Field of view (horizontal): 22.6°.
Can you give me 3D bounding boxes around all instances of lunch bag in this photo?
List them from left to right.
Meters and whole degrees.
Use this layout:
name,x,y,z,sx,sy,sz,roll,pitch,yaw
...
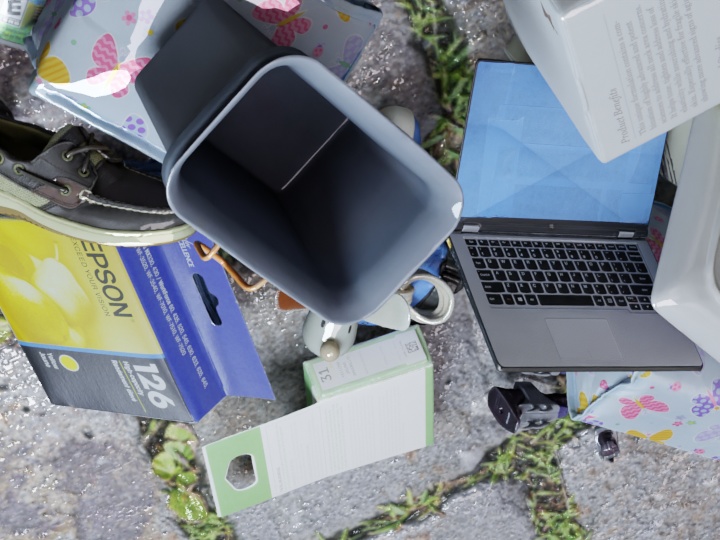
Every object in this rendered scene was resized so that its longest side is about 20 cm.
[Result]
name,x,y,z,sx,sy,sz,roll,pitch,yaw
lunch bag,-0.108,-0.161,1.248,0.199,0.127,0.170,28,108,-23
lunch bag,0.260,0.039,1.492,0.168,0.201,0.127,16,146,-24

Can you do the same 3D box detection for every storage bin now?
name,x,y,z,sx,sy,sz,roll,pitch,yaw
storage bin,-0.056,-0.073,1.157,0.146,0.134,0.200,-47,131,8

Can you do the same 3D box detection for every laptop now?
name,x,y,z,sx,sy,sz,roll,pitch,yaw
laptop,0.171,-0.038,1.336,0.186,0.201,0.116,1,142,-28

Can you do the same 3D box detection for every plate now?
name,x,y,z,sx,sy,sz,roll,pitch,yaw
plate,0.315,-0.012,1.408,0.032,0.201,0.200,-13,140,45

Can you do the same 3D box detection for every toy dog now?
name,x,y,z,sx,sy,sz,roll,pitch,yaw
toy dog,0.000,0.000,1.353,0.131,0.097,0.201,-5,129,6

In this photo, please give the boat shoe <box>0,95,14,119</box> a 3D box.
name,x,y,z,sx,sy,sz,roll,pitch,yaw
boat shoe,-0.344,-0.100,1.277,0.198,0.057,0.067,-3,122,-17

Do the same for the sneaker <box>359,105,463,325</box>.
name,x,y,z,sx,sy,sz,roll,pitch,yaw
sneaker,0.044,-0.039,1.433,0.110,0.077,0.201,6,123,-15

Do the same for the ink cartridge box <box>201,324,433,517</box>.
name,x,y,z,sx,sy,sz,roll,pitch,yaw
ink cartridge box,-0.036,0.127,1.498,0.198,0.048,0.146,-17,149,-8

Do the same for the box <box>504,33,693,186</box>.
name,x,y,z,sx,sy,sz,roll,pitch,yaw
box,0.215,-0.144,1.432,0.199,0.068,0.082,29,107,-31

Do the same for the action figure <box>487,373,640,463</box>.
name,x,y,z,sx,sy,sz,roll,pitch,yaw
action figure,0.209,0.105,1.586,0.198,0.069,0.131,4,102,-26

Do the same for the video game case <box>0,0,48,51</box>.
name,x,y,z,sx,sy,sz,roll,pitch,yaw
video game case,-0.149,-0.222,1.289,0.199,0.022,0.183,14,115,-26

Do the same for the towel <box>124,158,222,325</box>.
name,x,y,z,sx,sy,sz,roll,pitch,yaw
towel,-0.163,0.003,1.383,0.111,0.049,0.201,1,131,27

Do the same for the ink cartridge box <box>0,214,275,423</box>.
name,x,y,z,sx,sy,sz,roll,pitch,yaw
ink cartridge box,-0.184,0.029,1.352,0.199,0.047,0.199,5,131,31

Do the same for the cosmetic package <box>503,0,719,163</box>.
name,x,y,z,sx,sy,sz,roll,pitch,yaw
cosmetic package,0.205,-0.219,1.246,0.199,0.167,0.168,-27,144,0

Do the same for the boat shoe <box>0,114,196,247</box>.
name,x,y,z,sx,sy,sz,roll,pitch,yaw
boat shoe,-0.204,-0.067,1.230,0.198,0.073,0.065,12,116,9
